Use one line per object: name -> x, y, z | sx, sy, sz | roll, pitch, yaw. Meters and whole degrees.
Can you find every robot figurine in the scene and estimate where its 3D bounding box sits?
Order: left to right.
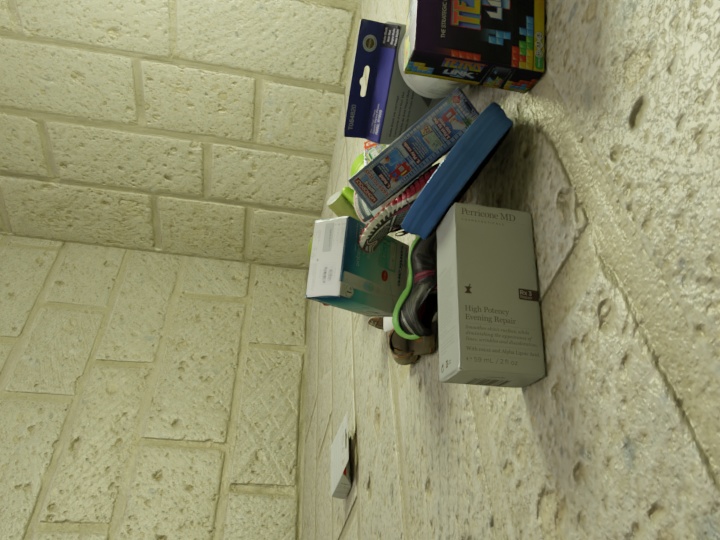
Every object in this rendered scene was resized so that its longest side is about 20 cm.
robot figurine -> 0.037, -0.233, 1.449 | 0.176, 0.115, 0.200 | -49, 17, 11

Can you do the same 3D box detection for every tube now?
tube -> -0.006, -0.117, 1.514 | 0.052, 0.200, 0.058 | -16, 35, 48

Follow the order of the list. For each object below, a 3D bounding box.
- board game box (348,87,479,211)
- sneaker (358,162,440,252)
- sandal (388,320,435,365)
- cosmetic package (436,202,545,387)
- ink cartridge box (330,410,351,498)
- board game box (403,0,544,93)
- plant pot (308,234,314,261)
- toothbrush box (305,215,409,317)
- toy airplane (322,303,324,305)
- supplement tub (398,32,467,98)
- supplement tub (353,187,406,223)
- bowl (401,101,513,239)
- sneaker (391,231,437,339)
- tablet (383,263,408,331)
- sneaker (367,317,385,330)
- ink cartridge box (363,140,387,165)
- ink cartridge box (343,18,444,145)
board game box -> 0.075, -0.174, 0.901 | 0.199, 0.062, 0.200 | -38, 3, 2
sneaker -> 0.076, -0.090, 0.976 | 0.200, 0.075, 0.081 | -38, 2, 29
sandal -> 0.082, 0.132, 1.069 | 0.200, 0.054, 0.081 | 134, 125, -71
cosmetic package -> 0.145, 0.028, 0.670 | 0.074, 0.101, 0.201 | 118, 155, -65
ink cartridge box -> -0.041, 0.521, 1.648 | 0.163, 0.057, 0.201 | -94, 22, -48
board game box -> 0.143, -0.336, 0.727 | 0.057, 0.164, 0.202 | 131, 144, -74
plant pot -> -0.029, -0.014, 1.602 | 0.200, 0.186, 0.188 | -123, 38, -52
toothbrush box -> 0.000, 0.000, 1.089 | 0.085, 0.200, 0.148 | -3, 74, 37
toy airplane -> 0.006, 0.001, 1.410 | 0.141, 0.199, 0.200 | 29, 105, 46
supplement tub -> 0.137, -0.341, 0.871 | 0.200, 0.131, 0.133 | -149, 66, -79
supplement tub -> 0.067, -0.148, 1.135 | 0.200, 0.139, 0.142 | 178, 98, -80
bowl -> 0.128, -0.125, 0.768 | 0.201, 0.039, 0.201 | -51, -5, -7
sneaker -> 0.118, 0.020, 0.976 | 0.083, 0.077, 0.201 | 8, 81, 42
tablet -> 0.090, 0.041, 1.148 | 0.200, 0.014, 0.131 | 145, 132, -63
sneaker -> 0.051, 0.045, 1.299 | 0.201, 0.075, 0.071 | -94, 14, -46
ink cartridge box -> 0.064, -0.271, 1.323 | 0.050, 0.108, 0.201 | 49, -148, -47
ink cartridge box -> 0.078, -0.319, 1.018 | 0.041, 0.199, 0.201 | 40, 127, 53
